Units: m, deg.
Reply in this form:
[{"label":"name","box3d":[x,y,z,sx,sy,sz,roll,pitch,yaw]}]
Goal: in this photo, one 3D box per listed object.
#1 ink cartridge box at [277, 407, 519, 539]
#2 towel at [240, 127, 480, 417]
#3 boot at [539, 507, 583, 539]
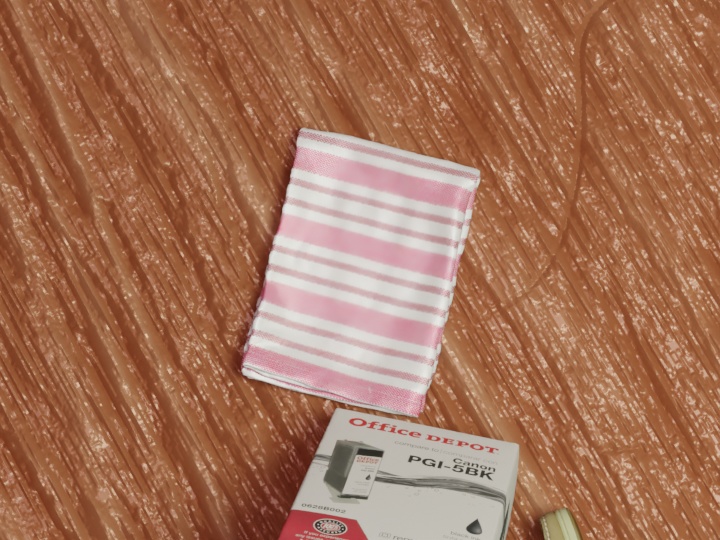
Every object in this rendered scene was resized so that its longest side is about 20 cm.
[{"label":"ink cartridge box","box3d":[0.025,0.187,1.596,0.147,0.200,0.083,10,116,7]},{"label":"towel","box3d":[0.000,0.000,1.718,0.146,0.030,0.200,13,84,7]},{"label":"boot","box3d":[0.100,0.279,1.651,0.154,0.072,0.200,-6,82,7]}]
